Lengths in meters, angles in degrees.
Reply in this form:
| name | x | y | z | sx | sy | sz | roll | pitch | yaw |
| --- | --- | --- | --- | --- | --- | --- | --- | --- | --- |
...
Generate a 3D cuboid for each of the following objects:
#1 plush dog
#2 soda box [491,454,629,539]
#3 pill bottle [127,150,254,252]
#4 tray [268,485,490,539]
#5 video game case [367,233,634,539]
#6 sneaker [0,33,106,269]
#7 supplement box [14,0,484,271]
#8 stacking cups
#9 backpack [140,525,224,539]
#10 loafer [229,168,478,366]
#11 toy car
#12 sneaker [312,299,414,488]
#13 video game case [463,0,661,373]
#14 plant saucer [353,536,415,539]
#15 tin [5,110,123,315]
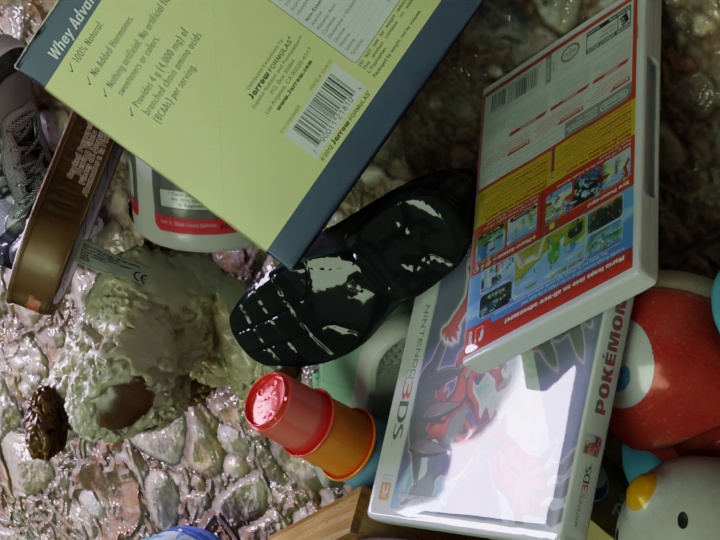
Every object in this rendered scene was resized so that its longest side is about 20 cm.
| name | x | y | z | sx | sy | sz | roll | pitch | yaw |
| --- | --- | --- | --- | --- | --- | --- | --- | --- | --- |
| plush dog | -0.162 | 0.059 | 1.407 | 0.172 | 0.199 | 0.161 | -49 | 62 | 41 |
| soda box | 0.142 | 0.163 | 1.227 | 0.200 | 0.068 | 0.064 | 41 | 123 | 0 |
| pill bottle | -0.103 | -0.123 | 1.311 | 0.110 | 0.110 | 0.202 | 17 | 121 | 32 |
| tray | 0.007 | 0.196 | 1.350 | 0.098 | 0.037 | 0.200 | 22 | 156 | -13 |
| video game case | 0.081 | 0.065 | 1.161 | 0.199 | 0.023 | 0.184 | -3 | 71 | 58 |
| sneaker | -0.244 | -0.075 | 1.475 | 0.113 | 0.075 | 0.201 | 30 | 133 | 23 |
| supplement box | -0.057 | -0.147 | 1.167 | 0.199 | 0.134 | 0.201 | 36 | 103 | -1 |
| stacking cups | 0.006 | 0.125 | 1.292 | 0.060 | 0.199 | 0.061 | -24 | 53 | 35 |
| backpack | -0.141 | 0.289 | 1.515 | 0.200 | 0.147 | 0.184 | -35 | 86 | 47 |
| loafer | 0.000 | 0.000 | 1.245 | 0.199 | 0.072 | 0.073 | -28 | 103 | 34 |
| toy car | 0.185 | 0.121 | 1.112 | 0.177 | 0.201 | 0.184 | 41 | 141 | -22 |
| sneaker | -0.008 | 0.058 | 1.361 | 0.119 | 0.073 | 0.201 | 58 | 150 | 30 |
| video game case | 0.116 | -0.053 | 1.136 | 0.017 | 0.202 | 0.143 | 28 | 142 | -29 |
| plant saucer | 0.054 | 0.212 | 1.263 | 0.198 | 0.037 | 0.201 | 13 | 157 | 6 |
| tin | -0.194 | -0.064 | 1.370 | 0.042 | 0.202 | 0.112 | 21 | 161 | -8 |
